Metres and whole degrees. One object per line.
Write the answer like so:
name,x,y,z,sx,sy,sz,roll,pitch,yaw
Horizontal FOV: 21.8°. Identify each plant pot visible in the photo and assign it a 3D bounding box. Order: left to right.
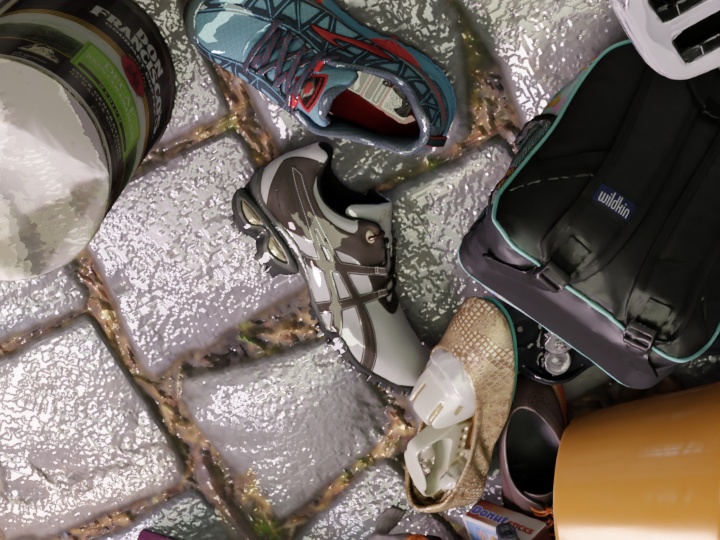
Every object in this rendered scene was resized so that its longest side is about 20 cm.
plant pot,0.238,0.161,1.298,0.182,0.200,0.202,-2,112,24

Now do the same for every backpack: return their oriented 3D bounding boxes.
backpack,0.176,-0.043,1.225,0.175,0.153,0.201,33,75,-1

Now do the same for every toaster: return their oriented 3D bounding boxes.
toaster,0.218,-0.206,1.164,0.199,0.130,0.114,-27,126,15

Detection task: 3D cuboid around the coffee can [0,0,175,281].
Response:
coffee can,-0.212,-0.097,1.232,0.145,0.200,0.148,2,113,6

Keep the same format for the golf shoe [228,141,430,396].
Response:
golf shoe,0.000,0.000,1.313,0.094,0.078,0.200,-37,104,18

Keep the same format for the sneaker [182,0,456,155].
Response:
sneaker,-0.027,-0.138,1.250,0.198,0.096,0.080,23,112,-3

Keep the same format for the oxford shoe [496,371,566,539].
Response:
oxford shoe,0.133,0.169,1.365,0.071,0.073,0.202,-14,109,11

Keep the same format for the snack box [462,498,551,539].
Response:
snack box,0.135,0.263,1.391,0.024,0.072,0.201,-36,120,-27

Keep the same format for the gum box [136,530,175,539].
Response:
gum box,-0.091,0.279,1.413,0.198,0.114,0.067,17,113,0

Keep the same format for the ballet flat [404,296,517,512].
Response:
ballet flat,0.065,0.104,1.315,0.065,0.070,0.201,-25,139,-28

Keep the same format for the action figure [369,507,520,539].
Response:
action figure,0.076,0.276,1.349,0.104,0.193,0.202,-18,104,-17

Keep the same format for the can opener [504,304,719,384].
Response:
can opener,0.188,0.037,1.310,0.198,0.079,0.064,-7,117,-2
